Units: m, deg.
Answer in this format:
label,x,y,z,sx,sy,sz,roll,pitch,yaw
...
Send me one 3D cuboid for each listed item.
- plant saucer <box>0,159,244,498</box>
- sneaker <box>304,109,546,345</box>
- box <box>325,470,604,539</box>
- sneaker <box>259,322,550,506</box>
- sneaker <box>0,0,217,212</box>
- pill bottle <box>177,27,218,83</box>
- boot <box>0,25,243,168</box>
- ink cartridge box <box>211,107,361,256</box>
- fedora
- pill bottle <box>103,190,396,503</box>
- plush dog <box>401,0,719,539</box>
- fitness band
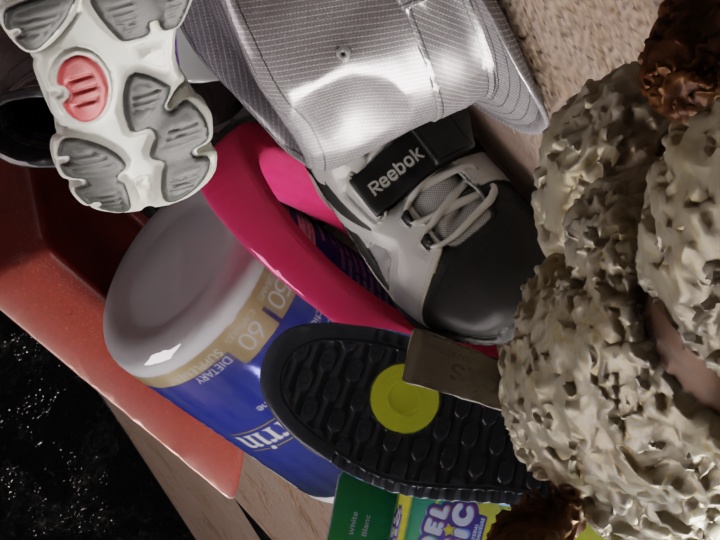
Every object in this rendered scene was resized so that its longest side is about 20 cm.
label,x,y,z,sx,sy,sz,roll,pitch,yaw
plant saucer,-0.135,0.003,1.459,0.200,0.037,0.200,43,-167,-31
sneaker,0.017,-0.041,1.190,0.200,0.074,0.089,42,167,46
box,0.076,0.161,1.207,0.199,0.118,0.048,13,174,-8
sneaker,0.055,0.068,1.185,0.199,0.066,0.078,13,-179,3
sneaker,-0.106,-0.111,1.048,0.200,0.080,0.084,88,166,-47
pill bottle,-0.106,-0.156,1.249,0.114,0.114,0.200,59,169,-30
boot,-0.157,-0.081,1.283,0.132,0.199,0.070,-55,-42,-71
ink cartridge box,-0.066,-0.059,1.482,0.200,0.083,0.147,57,170,-25
fedora,-0.020,-0.109,1.077,0.177,0.090,0.200,41,164,52
pill bottle,-0.023,0.047,1.385,0.200,0.116,0.116,36,180,-31
plush dog,0.114,0.012,0.808,0.200,0.160,0.172,49,143,14
fitness band,0.000,0.000,1.294,0.200,0.037,0.144,26,-155,-52
